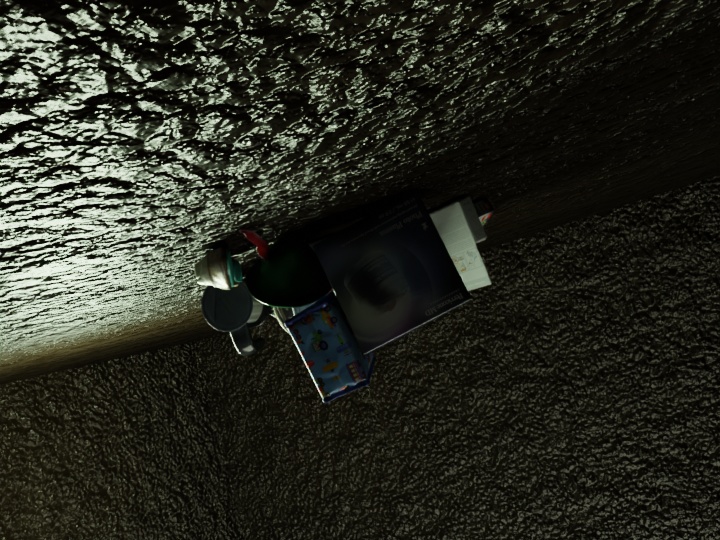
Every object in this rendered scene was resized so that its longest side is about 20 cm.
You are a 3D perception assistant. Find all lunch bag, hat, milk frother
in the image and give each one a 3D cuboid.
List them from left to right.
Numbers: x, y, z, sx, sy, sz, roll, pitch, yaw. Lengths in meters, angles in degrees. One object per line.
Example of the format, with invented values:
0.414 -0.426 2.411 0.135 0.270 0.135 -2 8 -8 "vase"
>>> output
-0.229 0.076 1.260 0.199 0.182 0.188 -37 176 1 "milk frother"
-0.125 -0.051 0.938 0.163 0.179 0.201 -10 -145 -13 "hat"
-0.029 0.114 0.977 0.093 0.152 0.200 -26 -177 20 "lunch bag"

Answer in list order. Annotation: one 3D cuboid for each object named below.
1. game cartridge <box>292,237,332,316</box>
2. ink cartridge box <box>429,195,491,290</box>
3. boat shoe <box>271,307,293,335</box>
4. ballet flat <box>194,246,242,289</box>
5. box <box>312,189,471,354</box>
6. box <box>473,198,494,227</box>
-0.054 0.002 1.081 0.197 0.135 0.041 -17 175 1 "game cartridge"
0.180 -0.039 1.145 0.043 0.176 0.199 -25 -179 -38 "ink cartridge box"
-0.142 0.061 1.133 0.073 0.201 0.075 -25 -162 37 "boat shoe"
-0.240 0.004 0.919 0.066 0.069 0.200 -8 172 -7 "ballet flat"
0.056 0.005 0.925 0.198 0.201 0.123 -28 174 7 "box"
0.221 -0.080 1.247 0.109 0.035 0.201 -24 160 -17 "box"
